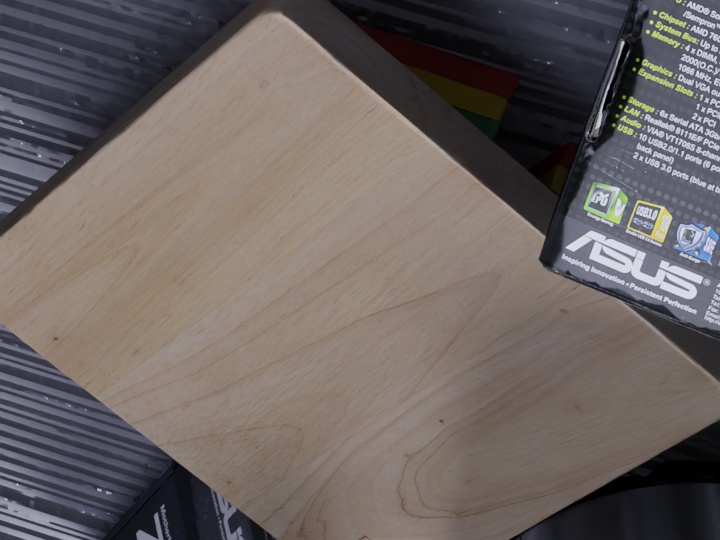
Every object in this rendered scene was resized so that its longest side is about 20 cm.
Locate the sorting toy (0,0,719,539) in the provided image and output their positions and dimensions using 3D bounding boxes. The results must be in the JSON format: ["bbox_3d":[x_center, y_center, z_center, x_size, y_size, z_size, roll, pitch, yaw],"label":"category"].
[{"bbox_3d":[0.000,0.000,0.984,0.199,0.070,0.200,39,137,-15],"label":"sorting toy"}]

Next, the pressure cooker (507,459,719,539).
[{"bbox_3d":[0.113,0.190,0.999,0.178,0.200,0.176,-6,130,3],"label":"pressure cooker"}]

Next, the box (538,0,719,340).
[{"bbox_3d":[0.171,-0.051,0.821,0.199,0.048,0.194,22,117,8],"label":"box"}]

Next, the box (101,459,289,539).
[{"bbox_3d":[-0.045,0.176,1.100,0.049,0.201,0.161,2,150,-32],"label":"box"}]
